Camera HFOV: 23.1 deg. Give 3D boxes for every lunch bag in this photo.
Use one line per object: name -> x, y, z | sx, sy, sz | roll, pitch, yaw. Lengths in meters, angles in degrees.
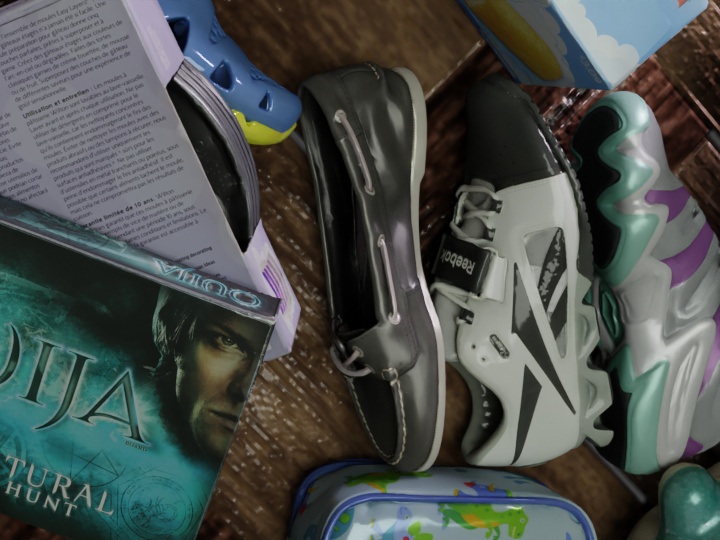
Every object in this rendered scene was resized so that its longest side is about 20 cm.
lunch bag -> 0.037, 0.200, 0.887 | 0.160, 0.082, 0.201 | 3, 97, -17

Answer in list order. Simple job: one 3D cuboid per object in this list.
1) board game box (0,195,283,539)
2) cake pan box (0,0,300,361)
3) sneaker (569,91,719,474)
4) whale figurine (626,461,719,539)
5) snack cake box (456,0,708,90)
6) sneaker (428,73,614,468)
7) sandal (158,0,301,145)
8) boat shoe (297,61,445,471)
board game box -> -0.148, 0.039, 0.753 | 0.199, 0.028, 0.136 | 20, 113, -3
cake pan box -> -0.144, -0.020, 0.771 | 0.199, 0.052, 0.185 | -22, 110, 13
sneaker -> 0.181, -0.002, 0.913 | 0.139, 0.078, 0.201 | -12, 110, -18
whale figurine -> 0.223, 0.144, 0.908 | 0.159, 0.104, 0.200 | 28, 105, -26
snack cake box -> 0.063, -0.183, 0.823 | 0.067, 0.115, 0.200 | -40, 107, -8
sneaker -> 0.066, 0.006, 0.873 | 0.088, 0.074, 0.201 | -16, 102, -17
sandal -> -0.102, -0.131, 0.801 | 0.200, 0.079, 0.087 | 37, 82, -20
boat shoe -> 0.000, 0.000, 0.853 | 0.057, 0.067, 0.201 | -5, 93, -29
